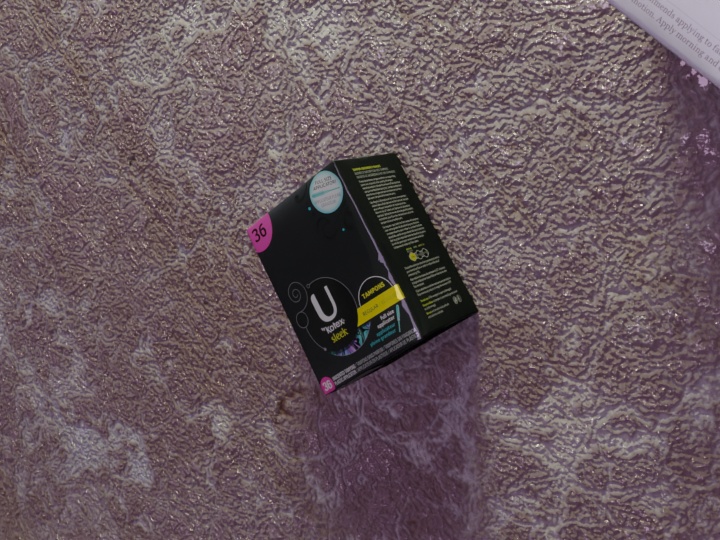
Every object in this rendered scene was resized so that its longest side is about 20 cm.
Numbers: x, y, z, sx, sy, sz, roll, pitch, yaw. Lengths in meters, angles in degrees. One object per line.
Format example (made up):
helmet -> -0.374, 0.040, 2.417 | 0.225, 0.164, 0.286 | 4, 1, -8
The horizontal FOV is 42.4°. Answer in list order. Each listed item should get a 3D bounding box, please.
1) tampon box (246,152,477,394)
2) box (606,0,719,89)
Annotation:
tampon box -> 0.000, 0.000, 1.001 | 0.149, 0.125, 0.203 | -33, 80, 34
box -> 0.298, -0.224, 0.703 | 0.199, 0.199, 0.132 | 45, 123, 19
